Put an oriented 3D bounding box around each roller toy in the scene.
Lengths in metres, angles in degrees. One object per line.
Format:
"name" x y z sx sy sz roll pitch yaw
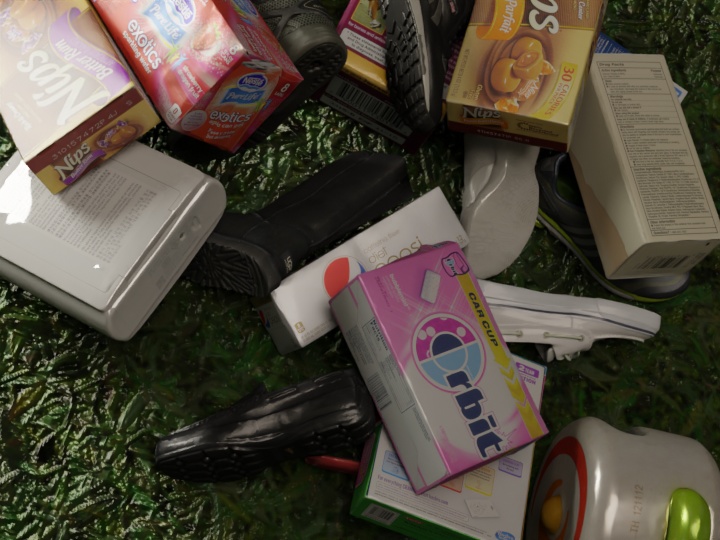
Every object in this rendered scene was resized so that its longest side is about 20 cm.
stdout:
"roller toy" 0.225 0.230 1.429 0.139 0.201 0.183 13 36 -11

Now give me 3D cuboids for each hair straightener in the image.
"hair straightener" 0.051 0.160 1.475 0.199 0.041 0.078 13 71 -11

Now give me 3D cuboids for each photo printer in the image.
"photo printer" -0.240 -0.046 1.405 0.199 0.070 0.167 24 69 27

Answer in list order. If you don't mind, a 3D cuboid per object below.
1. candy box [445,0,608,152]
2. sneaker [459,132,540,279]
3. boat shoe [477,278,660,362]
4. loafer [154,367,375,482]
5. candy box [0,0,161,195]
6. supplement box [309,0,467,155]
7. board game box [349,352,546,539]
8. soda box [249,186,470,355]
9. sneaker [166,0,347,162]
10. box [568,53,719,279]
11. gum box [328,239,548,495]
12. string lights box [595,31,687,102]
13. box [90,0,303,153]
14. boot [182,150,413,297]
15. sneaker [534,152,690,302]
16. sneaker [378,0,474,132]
"candy box" 0.158 -0.215 1.474 0.115 0.055 0.201 13 66 11
"sneaker" 0.126 -0.094 1.557 0.075 0.088 0.201 9 97 -33
"boat shoe" 0.186 0.056 1.536 0.198 0.074 0.067 9 86 -2
"loafer" -0.085 0.136 1.419 0.199 0.068 0.071 -15 54 3
"candy box" -0.266 -0.173 1.413 0.116 0.057 0.200 -33 51 2
"supplement box" 0.049 -0.238 1.559 0.130 0.103 0.201 28 70 -5
"board game box" 0.083 0.151 1.454 0.152 0.040 0.201 22 53 -11
"soda box" 0.000 0.000 1.491 0.199 0.068 0.064 -32 92 -21
"sneaker" -0.106 -0.188 1.490 0.076 0.199 0.115 24 35 -46
"box" 0.257 -0.099 1.503 0.094 0.078 0.201 -2 65 -24
"gum box" 0.065 0.079 1.405 0.113 0.066 0.201 -18 77 -33
"string lights box" 0.217 -0.188 1.613 0.199 0.059 0.103 34 68 -3
"box" -0.151 -0.214 1.417 0.100 0.095 0.200 -43 61 18
"boot" -0.073 -0.058 1.483 0.164 0.066 0.200 22 46 36
"sneaker" 0.241 -0.041 1.564 0.199 0.081 0.074 34 69 -3
"sneaker" 0.071 -0.225 1.469 0.087 0.076 0.202 -1 75 -22
